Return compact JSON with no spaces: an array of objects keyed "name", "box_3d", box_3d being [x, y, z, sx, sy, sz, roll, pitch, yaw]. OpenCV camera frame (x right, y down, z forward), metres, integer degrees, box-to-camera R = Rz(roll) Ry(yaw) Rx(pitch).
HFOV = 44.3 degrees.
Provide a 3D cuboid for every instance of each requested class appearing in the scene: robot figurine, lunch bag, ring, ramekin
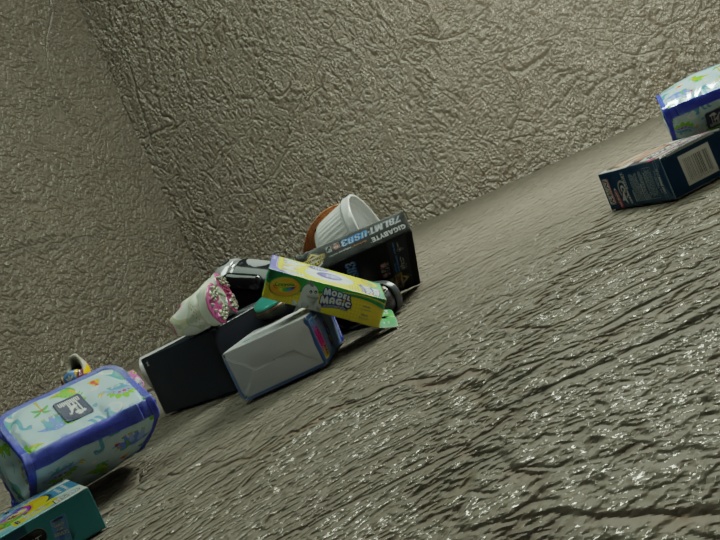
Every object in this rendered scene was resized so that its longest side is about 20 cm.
[{"name":"robot figurine","box_3d":[-0.180,0.041,1.619,0.195,0.153,0.126,6,37,18]},{"name":"lunch bag","box_3d":[0.635,-0.307,1.616,0.167,0.130,0.199,-24,-6,19]},{"name":"lunch bag","box_3d":[-0.354,0.207,1.092,0.168,0.130,0.199,-25,3,-33]},{"name":"ring","box_3d":[-0.033,-0.042,1.886,0.197,0.204,0.019,-26,17,-20]},{"name":"ramekin","box_3d":[-0.006,-0.039,1.783,0.104,0.202,0.200,-34,1,16]}]

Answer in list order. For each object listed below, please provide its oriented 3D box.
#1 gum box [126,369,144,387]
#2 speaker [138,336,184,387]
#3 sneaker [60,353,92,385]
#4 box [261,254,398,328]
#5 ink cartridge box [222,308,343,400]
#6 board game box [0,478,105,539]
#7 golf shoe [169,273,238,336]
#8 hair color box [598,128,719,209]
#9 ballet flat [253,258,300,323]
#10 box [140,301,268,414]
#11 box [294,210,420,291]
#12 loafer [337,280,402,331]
[{"name":"gum box","box_3d":[-0.577,0.294,1.965,0.197,0.067,0.113,-26,5,-7]},{"name":"speaker","box_3d":[-0.425,0.202,2.107,0.196,0.083,0.081,-26,4,3]},{"name":"sneaker","box_3d":[-0.590,0.261,1.840,0.074,0.091,0.201,-24,35,-4]},{"name":"box","box_3d":[-0.040,0.032,1.268,0.195,0.049,0.117,17,9,-7]},{"name":"ink cartridge box","box_3d":[-0.103,0.107,1.289,0.134,0.078,0.200,-24,5,10]},{"name":"board game box","box_3d":[-0.368,0.284,0.888,0.198,0.048,0.150,-28,4,-29]},{"name":"golf shoe","box_3d":[-0.251,0.057,1.415,0.090,0.077,0.200,-28,3,4]},{"name":"hair color box","box_3d":[0.425,-0.140,1.249,0.098,0.062,0.200,-26,3,-8]},{"name":"ballet flat","box_3d":[-0.121,0.047,1.431,0.067,0.070,0.201,-17,21,16]},{"name":"box","box_3d":[-0.233,0.140,1.493,0.198,0.106,0.181,-23,4,40]},{"name":"box","box_3d":[0.000,0.000,1.514,0.195,0.050,0.201,-23,-27,-4]},{"name":"loafer","box_3d":[-0.017,0.061,1.422,0.063,0.073,0.198,-33,10,-40]}]
